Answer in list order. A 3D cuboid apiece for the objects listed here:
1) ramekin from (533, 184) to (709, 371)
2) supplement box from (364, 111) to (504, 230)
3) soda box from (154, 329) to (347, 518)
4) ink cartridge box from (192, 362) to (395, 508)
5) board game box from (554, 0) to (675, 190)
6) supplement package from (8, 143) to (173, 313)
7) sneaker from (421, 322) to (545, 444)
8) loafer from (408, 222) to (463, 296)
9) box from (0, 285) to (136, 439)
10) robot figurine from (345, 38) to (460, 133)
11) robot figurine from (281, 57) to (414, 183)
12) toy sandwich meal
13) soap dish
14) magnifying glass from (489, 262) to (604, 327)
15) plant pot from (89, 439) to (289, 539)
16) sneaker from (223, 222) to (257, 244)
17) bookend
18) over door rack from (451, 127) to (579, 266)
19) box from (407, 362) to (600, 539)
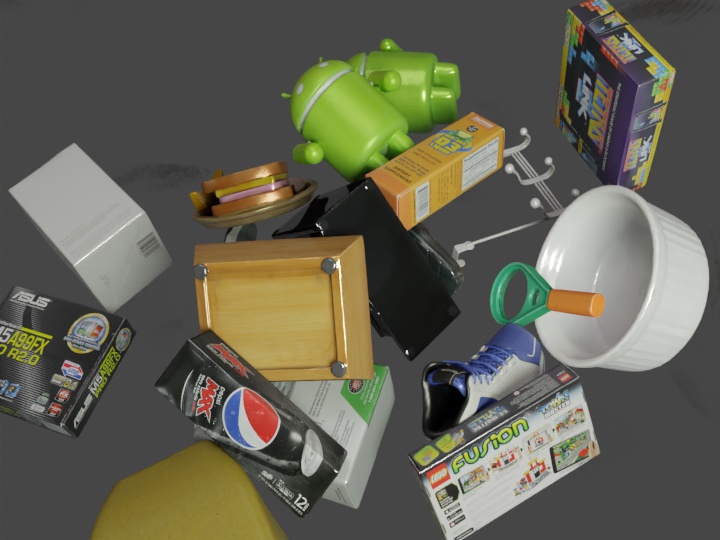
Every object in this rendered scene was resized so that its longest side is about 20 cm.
[{"bbox_3d":[0.292,0.015,0.865,0.096,0.201,0.204,14,51,-23],"label":"ramekin"},{"bbox_3d":[0.098,-0.128,0.983,0.198,0.070,0.066,-33,49,-29],"label":"supplement box"},{"bbox_3d":[-0.108,0.152,0.779,0.199,0.071,0.064,40,98,3],"label":"soda box"},{"bbox_3d":[-0.075,0.170,0.899,0.195,0.084,0.149,13,59,19],"label":"ink cartridge box"},{"bbox_3d":[0.328,-0.226,1.018,0.056,0.202,0.167,-20,53,-6],"label":"board game box"},{"bbox_3d":[-0.383,-0.062,1.094,0.119,0.122,0.199,-41,59,-18],"label":"supplement package"},{"bbox_3d":[0.132,0.129,0.858,0.079,0.116,0.200,18,59,41],"label":"sneaker"},{"bbox_3d":[0.070,-0.041,1.023,0.071,0.074,0.200,-23,52,-37],"label":"loafer"},{"bbox_3d":[-0.424,0.117,1.027,0.195,0.045,0.163,13,60,19],"label":"box"},{"bbox_3d":[0.050,-0.267,1.152,0.195,0.116,0.180,4,68,14],"label":"robot figurine"},{"bbox_3d":[-0.015,-0.200,1.046,0.175,0.116,0.200,-44,78,-9],"label":"robot figurine"},{"bbox_3d":[-0.151,-0.115,1.059,0.200,0.072,0.206,-13,16,4],"label":"toy sandwich meal"},{"bbox_3d":[-0.089,0.048,0.840,0.195,0.081,0.162,-3,97,11],"label":"soap dish"},{"bbox_3d":[0.211,0.032,0.894,0.022,0.199,0.082,14,87,-23],"label":"magnifying glass"},{"bbox_3d":[-0.161,0.298,0.773,0.191,0.198,0.202,-24,48,-6],"label":"plant pot"},{"bbox_3d":[-0.126,0.007,1.022,0.117,0.085,0.203,1,48,3],"label":"sneaker"},{"bbox_3d":[0.000,0.000,0.980,0.092,0.201,0.199,-39,13,-17],"label":"bookend"},{"bbox_3d":[0.180,-0.110,1.051,0.196,0.067,0.149,-25,54,-6],"label":"over door rack"},{"bbox_3d":[0.156,0.196,0.819,0.197,0.112,0.035,-28,26,-9],"label":"box"}]
